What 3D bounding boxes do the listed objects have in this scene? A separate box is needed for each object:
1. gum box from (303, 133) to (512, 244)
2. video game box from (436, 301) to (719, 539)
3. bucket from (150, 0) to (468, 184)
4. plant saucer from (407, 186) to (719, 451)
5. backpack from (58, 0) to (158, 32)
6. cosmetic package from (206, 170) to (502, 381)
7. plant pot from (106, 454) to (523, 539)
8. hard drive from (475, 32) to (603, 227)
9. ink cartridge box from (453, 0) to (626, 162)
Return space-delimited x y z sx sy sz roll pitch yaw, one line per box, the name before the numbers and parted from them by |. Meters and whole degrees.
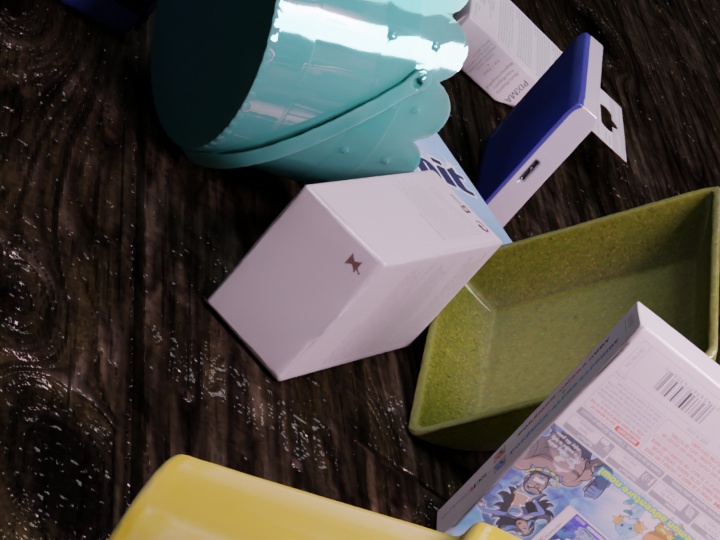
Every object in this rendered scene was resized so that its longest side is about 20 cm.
gum box | 0.018 -0.068 1.802 0.170 0.045 0.200 21 28 -45
video game box | 0.177 0.146 1.459 0.200 0.182 0.047 38 17 -12
bucket | -0.039 -0.151 1.627 0.135 0.207 0.207 11 34 -29
plant saucer | 0.141 0.041 1.600 0.200 0.200 0.048 -76 145 -56
backpack | -0.163 -0.289 1.690 0.168 0.200 0.163 24 27 -41
cosmetic package | 0.000 0.000 1.547 0.071 0.101 0.200 46 19 13
plant pot | -0.024 0.175 1.032 0.189 0.201 0.201 28 19 6
hard drive | 0.140 -0.108 1.982 0.025 0.132 0.200 39 20 -8
ink cartridge box | 0.156 -0.178 2.298 0.200 0.057 0.163 46 18 -14
